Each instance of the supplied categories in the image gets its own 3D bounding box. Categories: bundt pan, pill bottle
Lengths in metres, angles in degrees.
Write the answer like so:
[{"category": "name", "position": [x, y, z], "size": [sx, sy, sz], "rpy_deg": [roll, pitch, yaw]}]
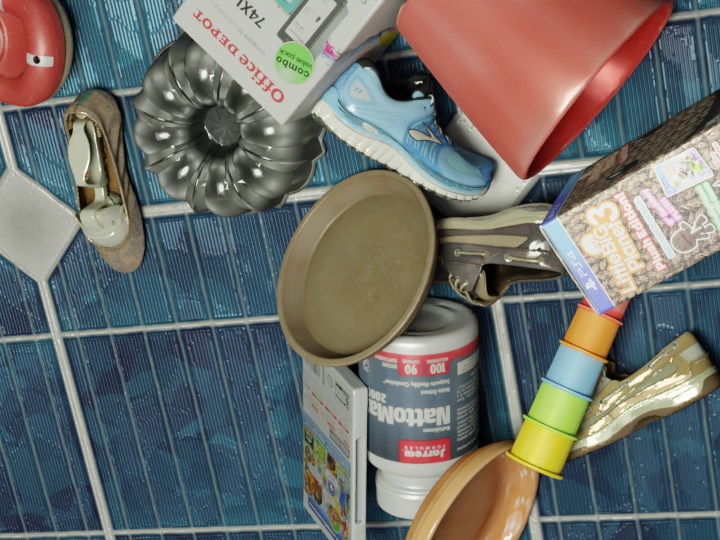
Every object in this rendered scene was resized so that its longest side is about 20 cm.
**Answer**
[{"category": "bundt pan", "position": [-0.137, -0.140, 1.531], "size": [0.201, 0.076, 0.202], "rpy_deg": [6, 113, 16]}, {"category": "pill bottle", "position": [0.059, 0.138, 1.550], "size": [0.119, 0.120, 0.200], "rpy_deg": [4, 111, 16]}]

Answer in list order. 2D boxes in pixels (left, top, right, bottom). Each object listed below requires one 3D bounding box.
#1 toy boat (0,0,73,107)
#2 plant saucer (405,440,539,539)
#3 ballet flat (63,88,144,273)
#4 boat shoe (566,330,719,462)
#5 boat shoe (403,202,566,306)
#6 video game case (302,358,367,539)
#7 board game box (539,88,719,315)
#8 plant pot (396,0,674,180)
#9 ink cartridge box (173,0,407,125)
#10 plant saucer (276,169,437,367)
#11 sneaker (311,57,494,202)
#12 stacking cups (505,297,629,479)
[{"category": "toy boat", "position": [-0.389, -0.227, 1.547], "size": [0.200, 0.131, 0.131], "rpy_deg": [13, 114, 13]}, {"category": "plant saucer", "position": [0.103, 0.253, 1.545], "size": [0.037, 0.200, 0.201], "rpy_deg": [30, 119, 32]}, {"category": "ballet flat", "position": [-0.270, -0.084, 1.599], "size": [0.068, 0.067, 0.200], "rpy_deg": [-3, 109, 19]}, {"category": "boat shoe", "position": [0.249, 0.122, 1.519], "size": [0.200, 0.072, 0.076], "rpy_deg": [-30, 84, 18]}, {"category": "boat shoe", "position": [0.110, -0.008, 1.478], "size": [0.200, 0.073, 0.074], "rpy_deg": [-15, 149, 36]}, {"category": "video game case", "position": [-0.027, 0.183, 1.594], "size": [0.018, 0.143, 0.200], "rpy_deg": [-8, 113, -21]}, {"category": "board game box", "position": [0.279, -0.070, 1.377], "size": [0.200, 0.159, 0.097], "rpy_deg": [-31, 97, 25]}, {"category": "plant pot", "position": [0.141, -0.209, 1.361], "size": [0.177, 0.200, 0.201], "rpy_deg": [41, 117, 9]}, {"category": "ink cartridge box", "position": [-0.035, -0.260, 1.406], "size": [0.147, 0.146, 0.200], "rpy_deg": [44, 117, 5]}, {"category": "plant saucer", "position": [0.000, 0.000, 1.502], "size": [0.200, 0.200, 0.029], "rpy_deg": [-36, 138, 26]}, {"category": "sneaker", "position": [0.055, -0.130, 1.436], "size": [0.200, 0.078, 0.090], "rpy_deg": [25, 101, -36]}, {"category": "stacking cups", "position": [0.206, 0.097, 1.482], "size": [0.060, 0.061, 0.200], "rpy_deg": [25, 93, 7]}]
